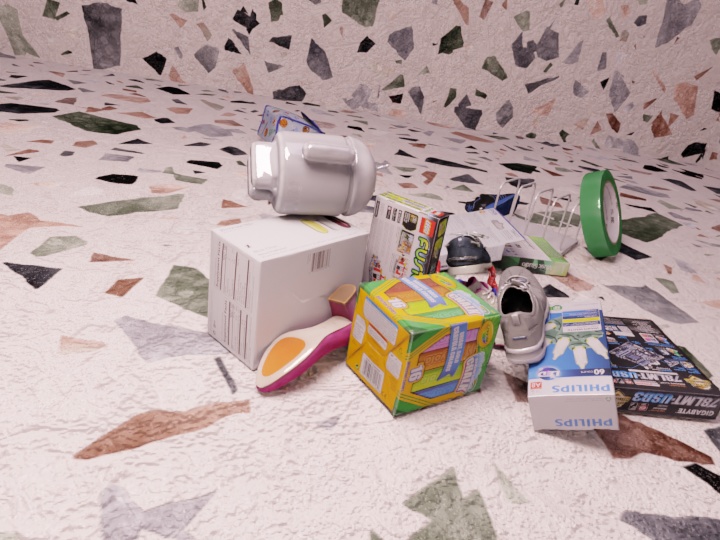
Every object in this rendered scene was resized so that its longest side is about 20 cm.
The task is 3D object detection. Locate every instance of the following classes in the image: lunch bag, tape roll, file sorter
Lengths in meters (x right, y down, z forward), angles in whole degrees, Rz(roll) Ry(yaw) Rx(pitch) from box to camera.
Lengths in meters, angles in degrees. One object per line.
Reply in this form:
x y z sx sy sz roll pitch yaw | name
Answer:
-0.207 -0.443 1.749 0.197 0.126 0.170 12 21 -31 | lunch bag
0.576 -0.135 1.302 0.048 0.205 0.199 -6 11 38 | tape roll
0.440 -0.140 1.350 0.198 0.127 0.138 26 28 31 | file sorter

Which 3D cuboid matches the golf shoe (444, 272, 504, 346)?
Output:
0.200 0.063 0.865 0.196 0.093 0.076 13 23 2 | golf shoe

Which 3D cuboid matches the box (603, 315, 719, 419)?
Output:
0.403 0.138 0.834 0.196 0.051 0.199 5 28 -7 | box

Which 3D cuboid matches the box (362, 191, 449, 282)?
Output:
0.058 -0.004 0.818 0.109 0.204 0.035 24 28 27 | box

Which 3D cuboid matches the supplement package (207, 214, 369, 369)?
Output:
-0.101 0.015 0.768 0.110 0.159 0.198 27 30 34 | supplement package

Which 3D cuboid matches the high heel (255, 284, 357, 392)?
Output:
-0.059 0.112 0.734 0.066 0.097 0.200 11 42 32 | high heel

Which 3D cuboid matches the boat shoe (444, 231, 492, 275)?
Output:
0.173 -0.031 0.890 0.073 0.063 0.199 -3 5 22 | boat shoe

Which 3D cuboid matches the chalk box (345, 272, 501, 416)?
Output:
0.099 0.087 0.733 0.197 0.126 0.125 -8 30 -34 | chalk box

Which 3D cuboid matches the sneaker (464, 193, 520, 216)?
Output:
0.357 -0.179 1.466 0.077 0.071 0.198 32 32 31 | sneaker

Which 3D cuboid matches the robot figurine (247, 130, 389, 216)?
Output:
-0.061 -0.137 0.781 0.196 0.115 0.169 0 -10 -17 | robot figurine

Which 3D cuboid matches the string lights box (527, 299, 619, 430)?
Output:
0.283 0.123 0.737 0.101 0.060 0.201 -8 27 22 | string lights box

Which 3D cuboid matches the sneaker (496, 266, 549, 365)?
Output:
0.229 0.040 0.770 0.073 0.083 0.201 -11 27 15 | sneaker

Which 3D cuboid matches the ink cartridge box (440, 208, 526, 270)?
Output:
0.222 -0.069 1.159 0.196 0.044 0.197 -8 26 -3 | ink cartridge box

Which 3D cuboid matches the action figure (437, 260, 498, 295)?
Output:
0.196 0.016 0.962 0.064 0.101 0.199 -13 36 -38 | action figure

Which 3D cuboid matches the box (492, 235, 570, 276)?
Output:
0.342 -0.042 1.211 0.196 0.037 0.145 5 25 -9 | box
